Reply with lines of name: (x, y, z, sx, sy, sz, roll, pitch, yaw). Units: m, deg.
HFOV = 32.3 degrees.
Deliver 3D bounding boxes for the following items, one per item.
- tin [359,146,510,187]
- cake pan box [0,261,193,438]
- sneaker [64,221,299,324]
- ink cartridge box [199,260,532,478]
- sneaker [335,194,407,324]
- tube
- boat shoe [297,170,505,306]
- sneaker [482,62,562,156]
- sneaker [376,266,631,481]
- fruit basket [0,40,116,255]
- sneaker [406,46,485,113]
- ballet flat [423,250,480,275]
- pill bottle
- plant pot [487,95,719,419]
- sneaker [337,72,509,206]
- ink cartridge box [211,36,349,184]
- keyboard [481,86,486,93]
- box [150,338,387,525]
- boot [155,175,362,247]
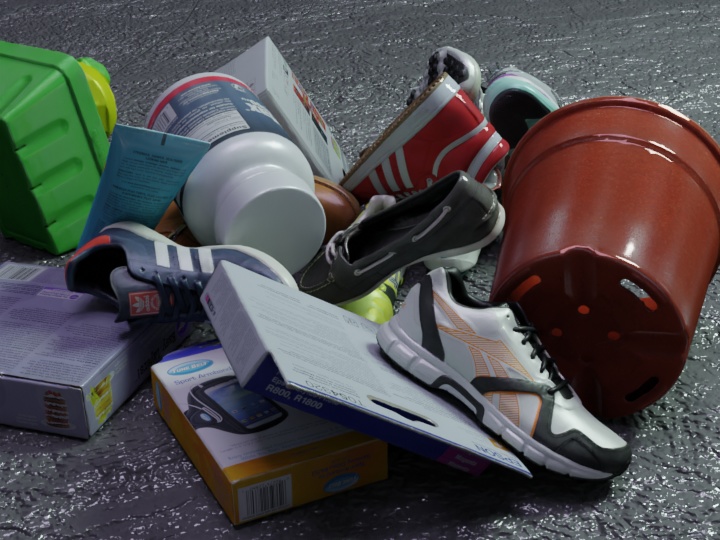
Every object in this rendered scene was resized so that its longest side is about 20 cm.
tin: (0.098, -0.110, 1.302, 0.198, 0.042, 0.112, -3, -12, -1)
cake pan box: (-0.265, 0.058, 1.022, 0.198, 0.053, 0.184, 6, 25, 17)
sneaker: (-0.145, 0.018, 0.977, 0.198, 0.076, 0.084, 12, 25, 26)
ink cartridge box: (-0.003, 0.078, 0.862, 0.195, 0.044, 0.200, 24, 14, -25)
sneaker: (0.000, 0.000, 1.090, 0.075, 0.077, 0.200, 3, 28, 5)
tube: (-0.194, -0.056, 1.045, 0.077, 0.200, 0.051, 5, 59, -26)
boat shoe: (0.020, -0.028, 0.995, 0.199, 0.057, 0.067, -22, 39, 30)
sneaker: (0.189, -0.123, 1.213, 0.077, 0.201, 0.140, -31, 22, 16)
sneaker: (0.107, 0.071, 0.866, 0.199, 0.080, 0.074, 34, 11, 13)
fruit basket: (-0.300, -0.145, 1.271, 0.155, 0.218, 0.215, 16, 31, 34)
sneaker: (0.097, -0.169, 1.242, 0.080, 0.076, 0.200, 7, -8, -7)
ballet flat: (0.101, -0.060, 1.222, 0.069, 0.070, 0.200, 4, 26, 12)
pill bottle: (-0.107, -0.080, 1.083, 0.119, 0.121, 0.200, -12, 37, -21)
plant pot: (0.189, -0.002, 0.969, 0.199, 0.202, 0.196, 6, 35, 16)
sneaker: (0.059, -0.088, 1.169, 0.112, 0.200, 0.071, 43, 50, -5)
ink cartridge box: (-0.084, -0.133, 1.331, 0.083, 0.176, 0.200, -31, 23, 10)
keyboard: (0.123, -0.176, 1.515, 0.104, 0.040, 0.200, 31, 33, 11)
box: (-0.076, 0.105, 0.921, 0.118, 0.042, 0.200, -13, 26, -23)
boot: (-0.111, -0.033, 1.169, 0.198, 0.077, 0.155, 10, 29, 19)
